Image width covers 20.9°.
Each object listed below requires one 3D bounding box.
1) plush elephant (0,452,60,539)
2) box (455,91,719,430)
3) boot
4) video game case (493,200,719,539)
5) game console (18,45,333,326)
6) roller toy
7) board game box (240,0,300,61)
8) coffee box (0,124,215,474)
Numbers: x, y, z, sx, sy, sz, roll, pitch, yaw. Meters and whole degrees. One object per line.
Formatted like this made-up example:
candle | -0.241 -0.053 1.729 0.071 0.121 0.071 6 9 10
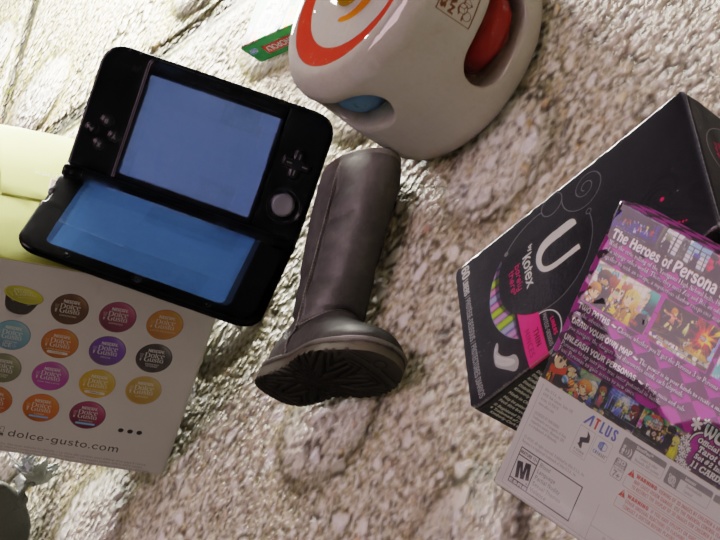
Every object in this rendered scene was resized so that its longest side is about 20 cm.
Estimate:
plush elephant | -0.387 0.230 1.780 0.155 0.165 0.200 -9 26 37
box | 0.166 0.010 1.189 0.200 0.106 0.122 -40 35 29
boot | -0.001 -0.001 1.501 0.182 0.073 0.200 -10 49 52
video game case | 0.185 0.085 1.051 0.200 0.036 0.182 32 105 36
game console | -0.142 -0.070 1.545 0.116 0.200 0.176 -45 -25 -86
roller toy | 0.039 -0.194 1.527 0.200 0.140 0.183 -43 34 25
board game box | -0.038 -0.303 1.852 0.134 0.029 0.200 -14 52 50
coffee box | -0.243 0.021 1.647 0.200 0.199 0.198 -104 30 -52
